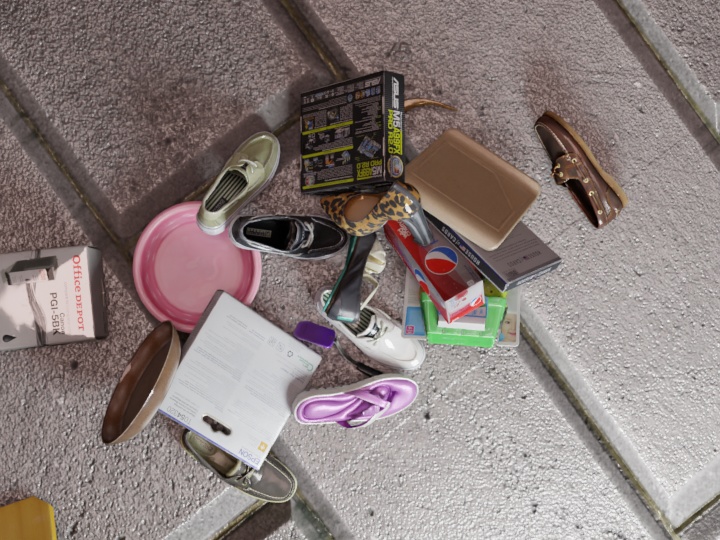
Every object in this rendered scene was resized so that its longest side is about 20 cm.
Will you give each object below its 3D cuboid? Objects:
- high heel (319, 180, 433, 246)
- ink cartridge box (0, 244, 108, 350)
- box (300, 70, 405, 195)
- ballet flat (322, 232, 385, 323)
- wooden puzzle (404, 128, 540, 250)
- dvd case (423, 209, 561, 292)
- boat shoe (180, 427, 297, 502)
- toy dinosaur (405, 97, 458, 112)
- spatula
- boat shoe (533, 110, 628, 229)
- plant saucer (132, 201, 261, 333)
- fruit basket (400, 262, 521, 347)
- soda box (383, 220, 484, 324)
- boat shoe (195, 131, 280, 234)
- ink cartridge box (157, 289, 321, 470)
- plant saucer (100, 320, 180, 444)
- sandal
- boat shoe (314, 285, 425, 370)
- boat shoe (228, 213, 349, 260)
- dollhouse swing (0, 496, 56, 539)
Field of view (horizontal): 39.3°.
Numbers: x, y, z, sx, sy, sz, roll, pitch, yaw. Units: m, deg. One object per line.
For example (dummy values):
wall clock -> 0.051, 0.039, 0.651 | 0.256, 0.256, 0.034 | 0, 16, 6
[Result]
high heel -> 0.008, -0.108, 1.474 | 0.198, 0.143, 0.072 | 17, 68, 28
ink cartridge box -> -0.497, 0.043, 1.538 | 0.197, 0.083, 0.149 | -7, 87, -2
box -> -0.015, -0.203, 1.523 | 0.044, 0.198, 0.163 | 2, 86, -41
ballet flat -> 0.000, 0.000, 1.541 | 0.072, 0.073, 0.202 | 21, 53, -2
wooden puzzle -> 0.165, -0.124, 1.537 | 0.184, 0.037, 0.200 | 34, 42, 10
dvd case -> 0.192, -0.058, 1.521 | 0.200, 0.149, 0.025 | 47, 131, 23
boat shoe -> -0.190, 0.299, 1.548 | 0.199, 0.066, 0.072 | 31, 85, -1
toy dinosaur -> 0.041, -0.249, 1.598 | 0.199, 0.061, 0.107 | -33, 113, 2
spatula -> -0.015, 0.136, 1.579 | 0.199, 0.057, 0.021 | 34, 117, -8
boat shoe -> 0.338, -0.157, 1.590 | 0.070, 0.070, 0.201 | -40, 90, -8
plant saucer -> -0.252, -0.004, 1.568 | 0.197, 0.051, 0.204 | 0, 87, -3
fruit basket -> 0.160, 0.013, 1.563 | 0.182, 0.094, 0.203 | 5, 78, 6
soda box -> 0.106, -0.020, 1.518 | 0.069, 0.064, 0.201 | -28, 55, -8
boat shoe -> -0.181, -0.140, 1.542 | 0.071, 0.062, 0.201 | 31, 63, -2
ink cartridge box -> -0.185, 0.165, 1.523 | 0.195, 0.043, 0.202 | 36, 77, -23
plant saucer -> -0.320, 0.170, 1.494 | 0.032, 0.200, 0.202 | 30, 87, -23
sandal -> -0.004, 0.213, 1.549 | 0.199, 0.050, 0.083 | -9, 126, -9
boat shoe -> 0.013, 0.094, 1.566 | 0.198, 0.067, 0.074 | 29, 87, -1
boat shoe -> -0.100, -0.055, 1.540 | 0.197, 0.068, 0.073 | 7, 90, -26
dollhouse swing -> -0.523, 0.485, 1.542 | 0.197, 0.177, 0.183 | -19, 130, -4
